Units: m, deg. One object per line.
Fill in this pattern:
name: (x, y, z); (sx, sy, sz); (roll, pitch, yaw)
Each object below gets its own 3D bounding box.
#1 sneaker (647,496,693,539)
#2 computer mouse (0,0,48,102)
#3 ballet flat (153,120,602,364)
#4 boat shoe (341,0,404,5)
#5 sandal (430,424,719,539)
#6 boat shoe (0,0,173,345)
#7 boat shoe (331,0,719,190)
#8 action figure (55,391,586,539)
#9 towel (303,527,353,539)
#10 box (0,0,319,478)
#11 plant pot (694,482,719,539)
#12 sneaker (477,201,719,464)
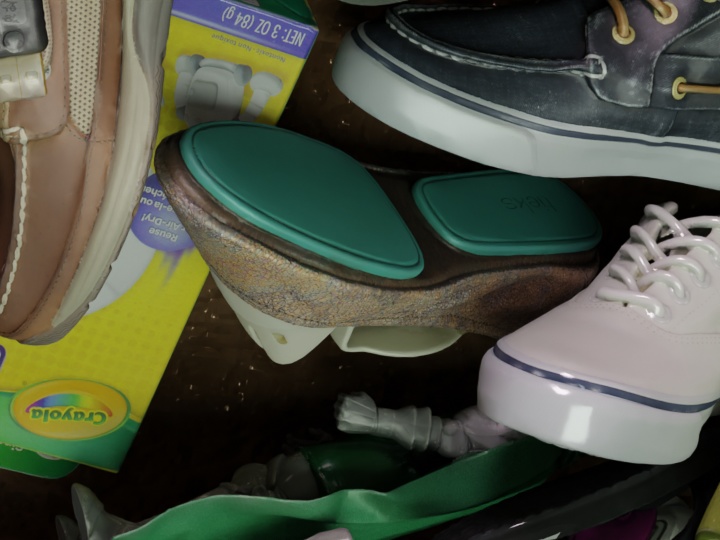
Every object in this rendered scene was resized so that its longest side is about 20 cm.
sneaker: (0.066, 0.137, 0.977); (0.200, 0.072, 0.072); (-22, 148, -39)
computer mouse: (-0.142, -0.058, 0.787); (0.140, 0.046, 0.201); (15, 119, 22)
ballet flat: (0.000, 0.000, 0.901); (0.200, 0.068, 0.067); (8, 130, -45)
boat shoe: (0.070, -0.142, 0.869); (0.201, 0.065, 0.075); (-20, 139, -4)
sandal: (0.099, 0.084, 0.947); (0.200, 0.048, 0.075); (-14, 173, -46)
boat shoe: (-0.091, -0.076, 0.813); (0.071, 0.076, 0.201); (9, 107, -14)
boat shoe: (0.091, -0.081, 0.910); (0.199, 0.071, 0.091); (7, 117, -26)
action figure: (-0.002, 0.072, 0.963); (0.199, 0.055, 0.118); (-13, 167, -19)
towel: (-0.088, 0.158, 0.971); (0.190, 0.032, 0.200); (-15, 153, -7)
box: (-0.106, -0.017, 0.907); (0.117, 0.048, 0.200); (16, 116, -21)
plant pot: (0.209, 0.052, 0.910); (0.200, 0.187, 0.187); (-40, 124, -13)
sneaker: (0.095, 0.013, 0.918); (0.073, 0.200, 0.071); (18, 104, 21)
